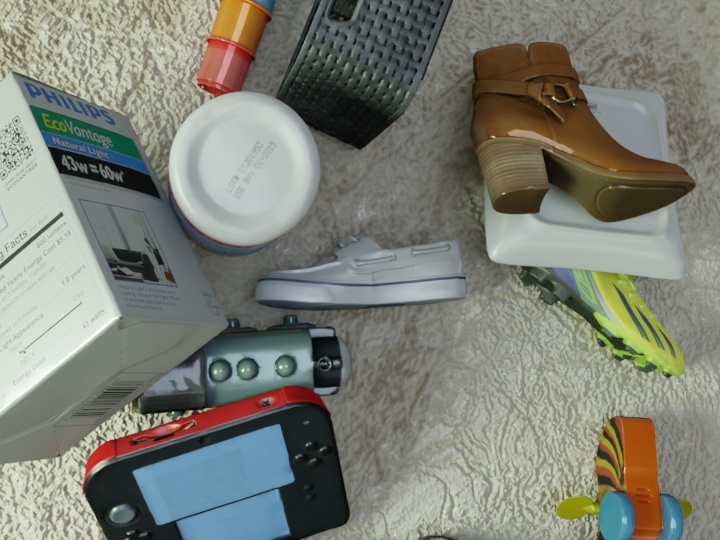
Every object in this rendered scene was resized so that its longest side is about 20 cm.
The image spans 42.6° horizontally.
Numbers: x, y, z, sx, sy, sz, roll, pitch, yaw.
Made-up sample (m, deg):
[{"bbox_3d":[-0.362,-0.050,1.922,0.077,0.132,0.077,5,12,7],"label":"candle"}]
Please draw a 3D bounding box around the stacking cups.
[{"bbox_3d":[-0.099,-0.254,0.820,0.060,0.060,0.202,22,84,-10],"label":"stacking cups"}]

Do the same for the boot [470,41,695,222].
[{"bbox_3d":[0.193,-0.128,0.815,0.197,0.074,0.157,2,64,-15],"label":"boot"}]

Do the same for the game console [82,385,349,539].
[{"bbox_3d":[-0.112,0.184,0.756,0.197,0.031,0.179,-16,127,-8],"label":"game console"}]

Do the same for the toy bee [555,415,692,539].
[{"bbox_3d":[0.240,0.244,0.860,0.130,0.109,0.202,24,58,-2],"label":"toy bee"}]

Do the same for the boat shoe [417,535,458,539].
[{"bbox_3d":[0.131,0.290,0.806,0.198,0.073,0.073,28,63,15],"label":"boat shoe"}]

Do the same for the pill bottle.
[{"bbox_3d":[-0.099,-0.068,0.737,0.107,0.200,0.111,1,87,-12],"label":"pill bottle"}]

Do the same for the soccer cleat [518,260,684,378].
[{"bbox_3d":[0.241,0.025,0.878,0.199,0.065,0.084,38,78,-8],"label":"soccer cleat"}]

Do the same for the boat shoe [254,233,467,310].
[{"bbox_3d":[0.000,0.000,0.829,0.197,0.073,0.066,-2,83,-22],"label":"boat shoe"}]

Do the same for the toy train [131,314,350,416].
[{"bbox_3d":[-0.104,0.082,0.773,0.197,0.114,0.087,-1,88,-12],"label":"toy train"}]

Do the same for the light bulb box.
[{"bbox_3d":[-0.237,0.005,0.675,0.197,0.124,0.202,-35,70,18],"label":"light bulb box"}]

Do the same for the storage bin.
[{"bbox_3d":[0.001,-0.193,0.765,0.093,0.200,0.137,22,83,-9],"label":"storage bin"}]

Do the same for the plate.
[{"bbox_3d":[0.211,-0.097,0.862,0.196,0.032,0.203,5,67,-11],"label":"plate"}]
